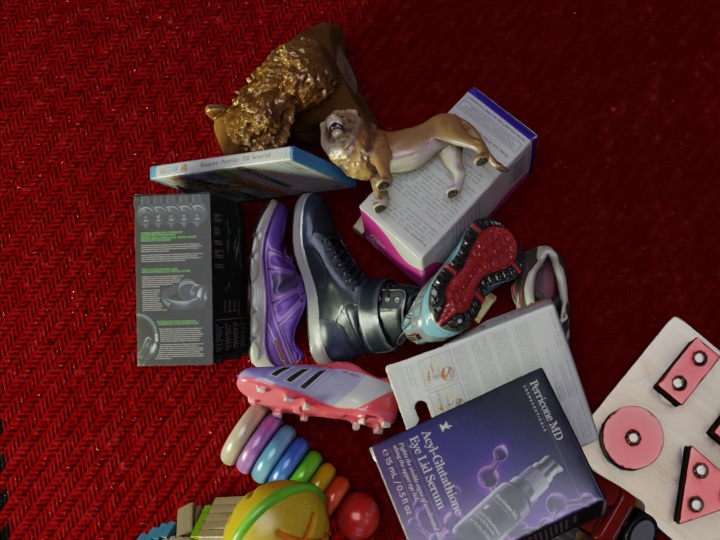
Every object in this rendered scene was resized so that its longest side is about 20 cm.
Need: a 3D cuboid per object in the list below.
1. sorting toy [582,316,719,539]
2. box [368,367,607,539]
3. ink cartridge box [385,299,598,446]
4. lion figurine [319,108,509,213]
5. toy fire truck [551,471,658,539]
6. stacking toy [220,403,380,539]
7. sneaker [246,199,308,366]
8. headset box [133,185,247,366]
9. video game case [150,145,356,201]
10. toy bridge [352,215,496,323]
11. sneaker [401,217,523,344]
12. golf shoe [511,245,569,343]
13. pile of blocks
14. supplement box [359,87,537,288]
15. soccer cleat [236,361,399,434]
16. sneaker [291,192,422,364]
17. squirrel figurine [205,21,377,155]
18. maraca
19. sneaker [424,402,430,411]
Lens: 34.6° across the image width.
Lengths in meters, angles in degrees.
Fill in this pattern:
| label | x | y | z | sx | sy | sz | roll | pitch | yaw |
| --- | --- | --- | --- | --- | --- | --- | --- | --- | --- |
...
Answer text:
| label | x | y | z | sx | sy | sz | roll | pitch | yaw |
| --- | --- | --- | --- | --- | --- | --- | --- | --- | --- |
| sorting toy | 0.370 | 0.188 | 1.291 | 0.199 | 0.070 | 0.199 | 40 | 88 | 12 |
| box | 0.130 | 0.214 | 1.173 | 0.198 | 0.104 | 0.149 | -26 | 68 | 2 |
| ink cartridge box | 0.144 | 0.143 | 1.269 | 0.197 | 0.050 | 0.164 | -20 | 96 | 2 |
| lion figurine | 0.056 | -0.136 | 1.276 | 0.197 | 0.073 | 0.124 | -7 | 52 | -5 |
| toy fire truck | 0.190 | 0.281 | 1.243 | 0.199 | 0.128 | 0.177 | 35 | 85 | -32 |
| stacking toy | -0.061 | 0.239 | 1.341 | 0.199 | 0.085 | 0.086 | 33 | 86 | 6 |
| sneaker | -0.096 | 0.017 | 1.393 | 0.082 | 0.081 | 0.204 | 0 | 88 | -9 |
| headset box | -0.193 | 0.004 | 1.333 | 0.091 | 0.174 | 0.204 | -1 | 90 | 6 |
| video game case | -0.123 | -0.109 | 1.338 | 0.197 | 0.143 | 0.018 | -5 | 79 | 29 |
| toy bridge | 0.083 | -0.022 | 1.387 | 0.199 | 0.027 | 0.068 | 37 | 85 | 12 |
| sneaker | 0.108 | 0.012 | 1.307 | 0.080 | 0.095 | 0.200 | 51 | 47 | -2 |
| golf shoe | 0.206 | 0.071 | 1.323 | 0.076 | 0.088 | 0.204 | -3 | 82 | 1 |
| pile of blocks | -0.207 | 0.331 | 1.360 | 0.198 | 0.083 | 0.063 | -25 | 121 | 12 |
| supplement box | 0.102 | -0.094 | 1.339 | 0.103 | 0.101 | 0.200 | 39 | 76 | 17 |
| soccer cleat | -0.046 | 0.134 | 1.337 | 0.197 | 0.067 | 0.078 | 15 | 61 | -14 |
| sneaker | 0.001 | 0.000 | 1.346 | 0.144 | 0.077 | 0.206 | -10 | 91 | 29 |
| squirrel figurine | -0.102 | -0.195 | 1.360 | 0.185 | 0.200 | 0.143 | -23 | 88 | 16 |
| maraca | -0.096 | 0.313 | 1.280 | 0.136 | 0.202 | 0.107 | -16 | 45 | -32 |
| sneaker | 0.136 | 0.206 | 1.328 | 0.071 | 0.082 | 0.202 | -30 | 98 | -31 |
